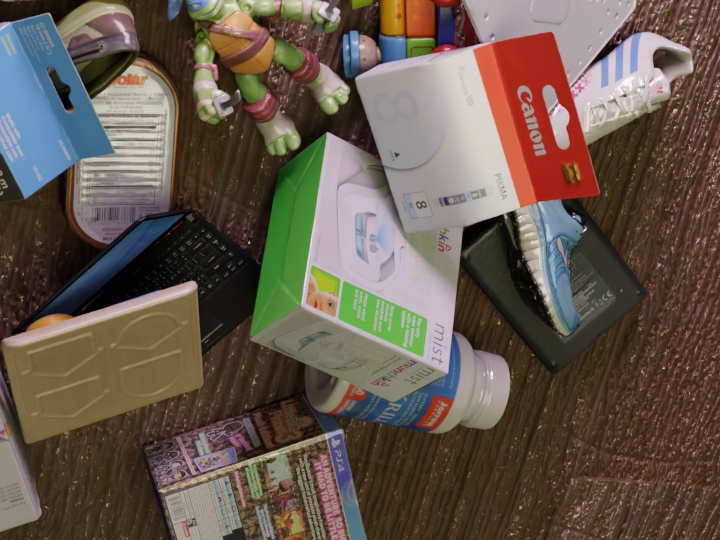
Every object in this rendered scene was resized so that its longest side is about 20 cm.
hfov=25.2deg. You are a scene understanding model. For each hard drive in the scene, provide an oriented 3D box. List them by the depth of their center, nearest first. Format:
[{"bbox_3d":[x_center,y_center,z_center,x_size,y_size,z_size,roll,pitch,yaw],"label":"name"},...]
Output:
[{"bbox_3d":[0.204,0.000,1.731,0.140,0.033,0.200,-40,119,2],"label":"hard drive"}]

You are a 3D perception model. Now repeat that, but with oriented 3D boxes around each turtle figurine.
[{"bbox_3d":[-0.078,-0.180,1.475,0.194,0.200,0.144,46,60,-53],"label":"turtle figurine"}]

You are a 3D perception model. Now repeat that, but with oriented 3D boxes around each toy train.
[{"bbox_3d":[0.038,-0.277,1.533,0.115,0.085,0.200,-3,112,-2],"label":"toy train"}]

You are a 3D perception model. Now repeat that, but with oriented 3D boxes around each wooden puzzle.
[{"bbox_3d":[-0.244,0.081,1.534,0.185,0.046,0.200,-17,150,-15],"label":"wooden puzzle"}]

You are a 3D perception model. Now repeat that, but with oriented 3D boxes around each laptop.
[{"bbox_3d":[-0.200,0.035,1.549,0.177,0.103,0.200,-39,120,18],"label":"laptop"}]

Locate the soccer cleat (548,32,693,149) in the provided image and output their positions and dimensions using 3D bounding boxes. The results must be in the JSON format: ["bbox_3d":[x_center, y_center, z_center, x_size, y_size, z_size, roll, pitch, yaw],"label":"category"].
[{"bbox_3d":[0.253,-0.175,1.600,0.200,0.086,0.070,-42,132,-27],"label":"soccer cleat"}]

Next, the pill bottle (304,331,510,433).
[{"bbox_3d":[0.052,0.110,1.682,0.200,0.112,0.112,12,108,-23],"label":"pill bottle"}]

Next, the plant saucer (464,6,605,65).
[{"bbox_3d":[0.167,-0.216,1.584,0.199,0.037,0.200,-24,122,-39],"label":"plant saucer"}]

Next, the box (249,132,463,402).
[{"bbox_3d":[0.000,0.000,1.565,0.176,0.200,0.097,26,144,-26],"label":"box"}]

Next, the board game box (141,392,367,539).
[{"bbox_3d":[-0.109,0.240,1.693,0.200,0.097,0.160,-17,117,-11],"label":"board game box"}]

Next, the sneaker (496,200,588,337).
[{"bbox_3d":[0.203,-0.022,1.660,0.090,0.078,0.200,-24,118,-12],"label":"sneaker"}]

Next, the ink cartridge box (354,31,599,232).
[{"bbox_3d":[0.105,-0.123,1.479,0.047,0.200,0.160,-36,113,-47],"label":"ink cartridge box"}]

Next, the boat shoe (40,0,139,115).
[{"bbox_3d":[-0.278,-0.164,1.445,0.201,0.066,0.072,-37,146,20],"label":"boat shoe"}]

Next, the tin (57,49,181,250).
[{"bbox_3d":[-0.228,-0.112,1.533,0.112,0.042,0.200,-3,114,-22],"label":"tin"}]

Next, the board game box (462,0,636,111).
[{"bbox_3d":[0.173,-0.265,1.522,0.200,0.026,0.200,-50,134,-22],"label":"board game box"}]

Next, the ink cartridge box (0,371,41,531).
[{"bbox_3d":[-0.377,0.135,1.527,0.083,0.146,0.200,-18,117,-9],"label":"ink cartridge box"}]

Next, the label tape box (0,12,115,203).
[{"bbox_3d":[-0.337,-0.133,1.410,0.200,0.063,0.144,-7,122,27],"label":"label tape box"}]
